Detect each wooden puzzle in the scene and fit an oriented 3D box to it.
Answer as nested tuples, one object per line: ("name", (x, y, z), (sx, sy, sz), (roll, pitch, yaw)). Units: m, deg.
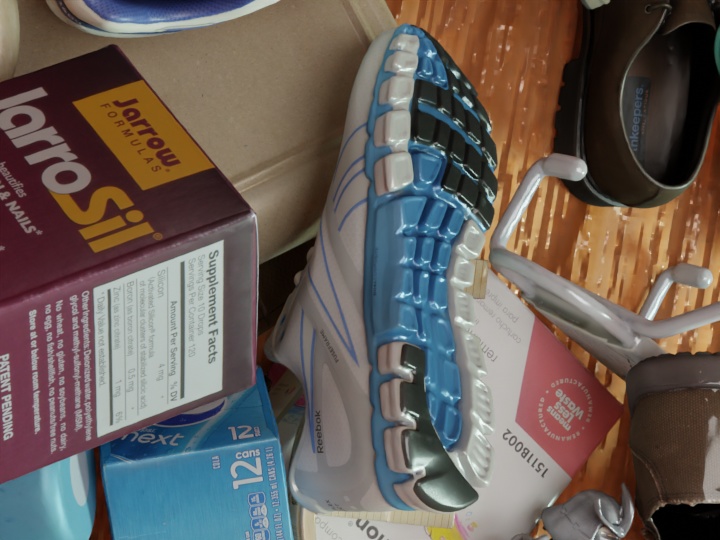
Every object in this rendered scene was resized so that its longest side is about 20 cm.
("wooden puzzle", (-0.082, -0.093, 1.116), (0.184, 0.037, 0.201), (-26, 91, -21))

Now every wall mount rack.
("wall mount rack", (0.150, 0.022, 1.165), (0.200, 0.173, 0.075), (36, 83, -46))

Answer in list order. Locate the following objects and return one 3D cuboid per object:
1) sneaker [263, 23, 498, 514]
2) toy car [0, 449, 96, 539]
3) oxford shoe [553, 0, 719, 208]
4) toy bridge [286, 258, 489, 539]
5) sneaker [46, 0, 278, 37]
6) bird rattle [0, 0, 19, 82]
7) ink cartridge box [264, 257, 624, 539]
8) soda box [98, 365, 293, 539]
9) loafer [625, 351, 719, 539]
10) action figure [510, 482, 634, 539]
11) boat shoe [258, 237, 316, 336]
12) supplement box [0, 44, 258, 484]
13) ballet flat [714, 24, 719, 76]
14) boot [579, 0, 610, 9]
("sneaker", (0.000, 0.000, 1.082), (0.075, 0.086, 0.201), (31, 54, -44))
("toy car", (-0.193, 0.140, 0.980), (0.183, 0.200, 0.178), (-6, 100, 9))
("oxford shoe", (0.131, -0.126, 1.207), (0.072, 0.084, 0.201), (-3, 95, -22))
("toy bridge", (0.004, 0.090, 1.125), (0.067, 0.027, 0.201), (8, 91, -26))
("sneaker", (-0.020, -0.129, 1.051), (0.199, 0.088, 0.076), (-23, 106, -4))
("bird rattle", (-0.203, -0.101, 1.041), (0.163, 0.113, 0.201), (28, 72, -15))
("ink cartridge box", (0.001, 0.094, 1.177), (0.116, 0.067, 0.200), (44, 77, -23))
("soda box", (-0.056, 0.142, 1.095), (0.067, 0.064, 0.201), (-9, 114, -5))
("loafer", (0.143, 0.104, 1.177), (0.200, 0.073, 0.071), (57, 33, -57))
("action figure", (0.068, 0.175, 1.176), (0.130, 0.069, 0.201), (4, 114, -56))
("boat shoe", (-0.103, 0.022, 1.130), (0.199, 0.063, 0.074), (-25, 80, -24))
("supplement box", (-0.146, 0.011, 0.980), (0.199, 0.110, 0.086), (-21, 138, -24))
("ballet flat", (0.209, -0.042, 1.221), (0.067, 0.067, 0.200), (-57, 141, -22))
("boot", (0.133, -0.217, 1.150), (0.150, 0.073, 0.201), (-11, 78, 12))
